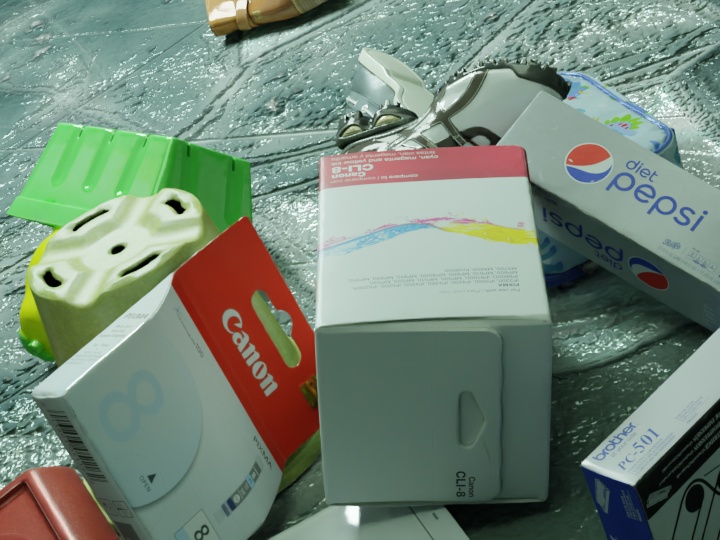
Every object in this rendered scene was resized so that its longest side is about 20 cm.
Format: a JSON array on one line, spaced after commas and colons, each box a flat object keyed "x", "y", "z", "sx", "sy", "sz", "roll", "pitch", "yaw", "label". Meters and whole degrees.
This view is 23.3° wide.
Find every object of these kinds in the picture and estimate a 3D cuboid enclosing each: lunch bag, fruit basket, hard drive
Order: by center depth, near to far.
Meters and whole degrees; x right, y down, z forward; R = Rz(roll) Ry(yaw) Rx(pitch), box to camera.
[{"x": -0.029, "y": 0.203, "z": 1.077, "sx": 0.199, "sy": 0.027, "sz": 0.132, "roll": -28, "pitch": 31, "yaw": -8, "label": "hard drive"}, {"x": 0.152, "y": -0.074, "z": 1.339, "sx": 0.160, "sy": 0.083, "sz": 0.200, "roll": -29, "pitch": 31, "yaw": -9, "label": "lunch bag"}, {"x": -0.203, "y": -0.014, "z": 1.464, "sx": 0.215, "sy": 0.155, "sz": 0.217, "roll": -12, "pitch": 71, "yaw": 40, "label": "fruit basket"}]

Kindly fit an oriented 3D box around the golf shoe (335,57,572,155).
[{"x": 0.069, "y": -0.088, "z": 1.283, "sx": 0.199, "sy": 0.078, "sz": 0.095, "roll": -21, "pitch": 54, "yaw": 36, "label": "golf shoe"}]

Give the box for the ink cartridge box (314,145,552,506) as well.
[{"x": 0.045, "y": 0.034, "z": 1.125, "sx": 0.144, "sy": 0.146, "sz": 0.200, "roll": -2, "pitch": 34, "yaw": 1, "label": "ink cartridge box"}]

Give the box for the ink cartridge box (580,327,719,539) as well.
[{"x": 0.218, "y": 0.091, "z": 1.023, "sx": 0.200, "sy": 0.094, "sz": 0.044, "roll": -39, "pitch": 34, "yaw": -27, "label": "ink cartridge box"}]

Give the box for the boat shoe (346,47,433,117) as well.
[{"x": 0.038, "y": -0.130, "z": 1.545, "sx": 0.062, "sy": 0.073, "sz": 0.200, "roll": -61, "pitch": 33, "yaw": 20, "label": "boat shoe"}]

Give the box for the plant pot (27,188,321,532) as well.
[{"x": -0.138, "y": 0.052, "z": 1.231, "sx": 0.199, "sy": 0.185, "sz": 0.201, "roll": -16, "pitch": 31, "yaw": 10, "label": "plant pot"}]

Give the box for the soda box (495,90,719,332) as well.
[{"x": 0.186, "y": -0.039, "z": 1.190, "sx": 0.200, "sy": 0.064, "sz": 0.068, "roll": 32, "pitch": 70, "yaw": 23, "label": "soda box"}]

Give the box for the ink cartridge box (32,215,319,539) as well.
[{"x": -0.093, "y": 0.084, "z": 1.132, "sx": 0.200, "sy": 0.161, "sz": 0.047, "roll": -42, "pitch": 24, "yaw": -30, "label": "ink cartridge box"}]

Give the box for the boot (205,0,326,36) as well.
[{"x": -0.093, "y": -0.328, "z": 1.926, "sx": 0.155, "sy": 0.077, "sz": 0.201, "roll": -20, "pitch": 37, "yaw": 13, "label": "boot"}]

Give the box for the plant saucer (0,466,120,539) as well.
[{"x": -0.250, "y": 0.224, "z": 1.151, "sx": 0.199, "sy": 0.037, "sz": 0.200, "roll": -39, "pitch": 33, "yaw": -8, "label": "plant saucer"}]
